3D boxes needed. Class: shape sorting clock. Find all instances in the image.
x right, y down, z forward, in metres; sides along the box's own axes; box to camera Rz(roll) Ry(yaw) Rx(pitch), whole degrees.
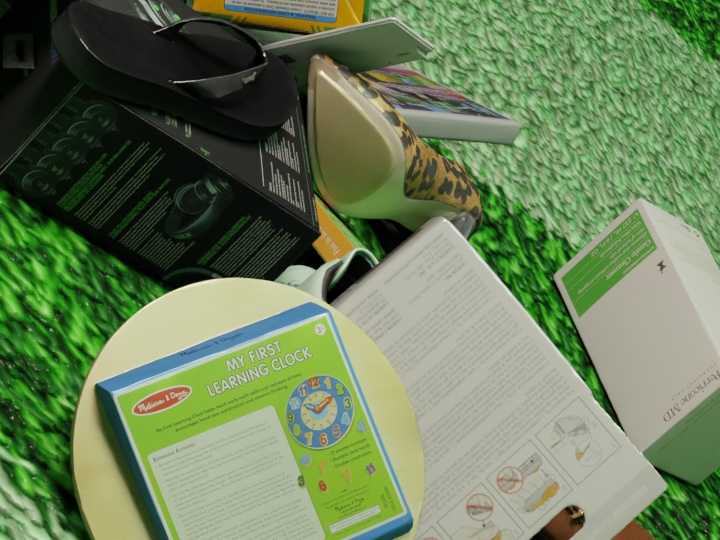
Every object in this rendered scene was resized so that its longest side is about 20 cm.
[{"bbox_3d":[-0.058,0.101,1.256,0.200,0.039,0.200,6,75,-24],"label":"shape sorting clock"}]

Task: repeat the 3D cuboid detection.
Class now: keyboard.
[{"bbox_3d":[-0.051,-0.139,1.576,0.056,0.200,0.011,37,50,-52],"label":"keyboard"}]

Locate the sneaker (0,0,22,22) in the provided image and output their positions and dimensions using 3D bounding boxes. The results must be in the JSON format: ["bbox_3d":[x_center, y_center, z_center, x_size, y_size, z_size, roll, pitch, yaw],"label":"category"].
[{"bbox_3d":[-0.158,-0.202,1.589,0.075,0.106,0.200,53,23,14],"label":"sneaker"}]

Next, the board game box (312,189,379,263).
[{"bbox_3d":[0.000,0.000,1.571,0.200,0.030,0.096,54,6,39],"label":"board game box"}]

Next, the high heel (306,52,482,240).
[{"bbox_3d":[0.021,-0.087,1.625,0.200,0.071,0.143,61,25,-25],"label":"high heel"}]

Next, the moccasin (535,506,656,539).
[{"bbox_3d":[0.128,0.125,1.590,0.201,0.078,0.074,47,21,0],"label":"moccasin"}]

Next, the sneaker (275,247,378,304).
[{"bbox_3d":[-0.018,0.027,1.450,0.074,0.118,0.200,40,23,-10],"label":"sneaker"}]

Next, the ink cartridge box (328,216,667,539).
[{"bbox_3d":[0.047,0.096,1.331,0.200,0.163,0.057,50,-9,-6],"label":"ink cartridge box"}]

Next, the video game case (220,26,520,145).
[{"bbox_3d":[0.002,-0.142,1.784,0.182,0.023,0.200,29,14,27],"label":"video game case"}]

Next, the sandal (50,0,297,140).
[{"bbox_3d":[-0.098,-0.123,1.413,0.200,0.043,0.076,6,47,-55],"label":"sandal"}]

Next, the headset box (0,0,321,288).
[{"bbox_3d":[-0.134,-0.094,1.475,0.200,0.093,0.174,32,28,-30],"label":"headset box"}]

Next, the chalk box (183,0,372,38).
[{"bbox_3d":[-0.056,-0.225,1.632,0.125,0.124,0.200,6,4,-4],"label":"chalk box"}]

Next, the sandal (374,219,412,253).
[{"bbox_3d":[0.045,-0.018,1.730,0.075,0.048,0.201,-2,66,-62],"label":"sandal"}]

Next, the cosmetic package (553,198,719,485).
[{"bbox_3d":[0.244,0.055,1.861,0.085,0.108,0.200,26,29,-39],"label":"cosmetic package"}]
